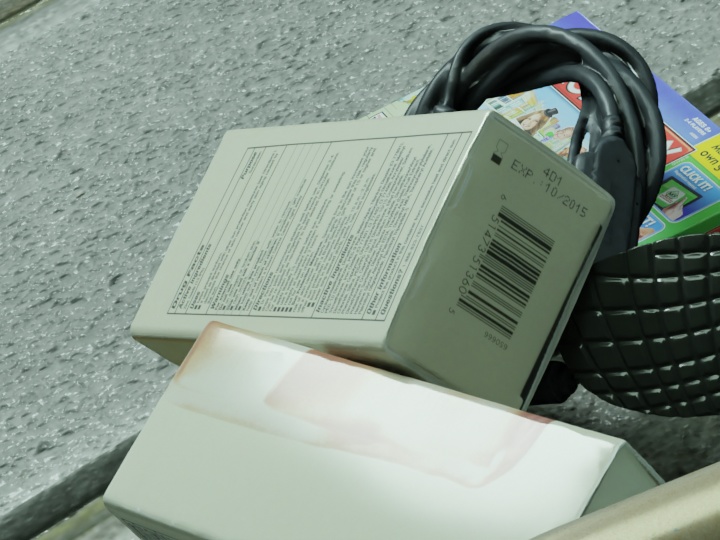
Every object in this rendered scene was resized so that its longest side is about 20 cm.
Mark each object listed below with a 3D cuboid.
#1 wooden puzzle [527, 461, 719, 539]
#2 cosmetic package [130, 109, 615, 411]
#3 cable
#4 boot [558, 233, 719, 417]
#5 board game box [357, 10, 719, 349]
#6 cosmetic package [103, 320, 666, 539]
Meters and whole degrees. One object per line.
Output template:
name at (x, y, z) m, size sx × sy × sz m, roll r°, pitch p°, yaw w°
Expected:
wooden puzzle at (0.155, 0.142, 0.760) m, size 0.184 × 0.201 × 0.037 m, roll -21°, pitch 6°, yaw -3°
cosmetic package at (0.000, 0.000, 1.029) m, size 0.200 × 0.071 × 0.106 m, roll 3°, pitch 64°, yaw 58°
cable at (0.054, -0.020, 1.100) m, size 0.163 × 0.051 × 0.201 m, roll -24°, pitch 45°, yaw 38°
boot at (0.181, 0.012, 1.009) m, size 0.199 × 0.068 × 0.131 m, roll -12°, pitch -3°, yaw 13°
board game box at (0.089, -0.043, 1.186) m, size 0.134 × 0.029 × 0.200 m, roll -27°, pitch 34°, yaw -9°
cosmetic package at (0.018, 0.095, 0.942) m, size 0.199 × 0.103 × 0.088 m, roll 16°, pitch 67°, yaw 39°
